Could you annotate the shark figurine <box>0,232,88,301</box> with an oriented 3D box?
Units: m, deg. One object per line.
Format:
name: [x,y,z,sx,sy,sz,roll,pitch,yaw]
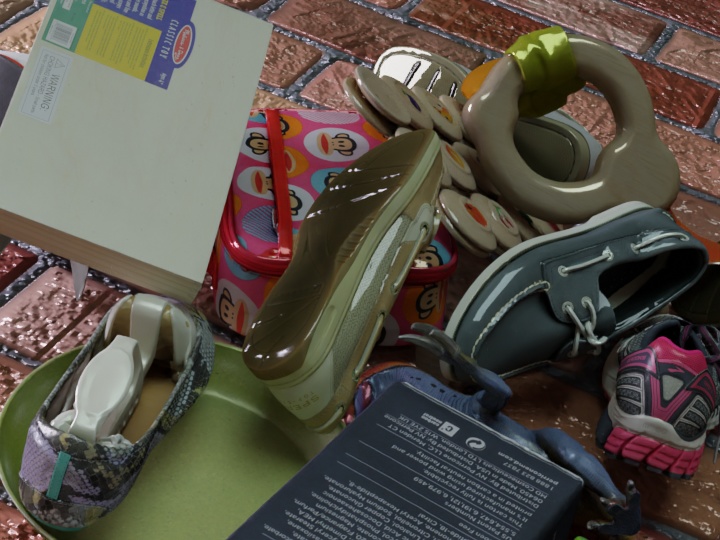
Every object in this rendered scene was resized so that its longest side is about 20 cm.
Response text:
shark figurine: [-0.182,-0.025,1.009,0.127,0.091,0.214,0,4,-8]

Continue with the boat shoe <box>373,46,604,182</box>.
boat shoe: [0.096,-0.109,1.266,0.199,0.075,0.068,33,18,29]

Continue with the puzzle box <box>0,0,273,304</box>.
puzzle box: [-0.131,-0.088,0.957,0.132,0.025,0.201,21,53,-11]

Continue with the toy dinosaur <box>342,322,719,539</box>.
toy dinosaur: [0.073,0.115,0.951,0.199,0.105,0.181,33,5,-39]

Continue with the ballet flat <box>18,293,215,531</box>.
ballet flat: [-0.120,0.054,0.889,0.071,0.073,0.201,17,34,5]

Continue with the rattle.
rattle: [0.153,-0.065,1.157,0.200,0.143,0.131,39,65,-7]

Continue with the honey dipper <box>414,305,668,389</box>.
honey dipper: [0.125,0.040,1.075,0.198,0.038,0.038,-12,41,-32]

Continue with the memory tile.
memory tile: [0.070,-0.069,1.124,0.154,0.017,0.200,54,20,16]

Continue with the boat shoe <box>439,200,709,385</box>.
boat shoe: [0.132,0.017,1.012,0.199,0.073,0.062,-28,40,-33]

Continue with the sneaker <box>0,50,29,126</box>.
sneaker: [-0.177,-0.102,1.080,0.199,0.068,0.108,6,3,22]

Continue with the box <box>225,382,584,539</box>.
box: [-0.002,0.172,0.740,0.106,0.150,0.200,26,35,19]

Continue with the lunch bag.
lunch bag: [-0.034,-0.031,1.095,0.174,0.083,0.201,2,34,-9]

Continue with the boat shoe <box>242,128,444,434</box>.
boat shoe: [0.002,0.000,0.968,0.073,0.063,0.202,-12,38,39]

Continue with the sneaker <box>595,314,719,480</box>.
sneaker: [0.192,0.061,1.015,0.080,0.075,0.200,18,15,5]

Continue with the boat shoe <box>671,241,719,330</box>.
boat shoe: [0.273,0.021,1.085,0.066,0.072,0.201,36,-12,-14]

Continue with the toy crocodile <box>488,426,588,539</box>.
toy crocodile: [0.076,0.144,0.841,0.200,0.068,0.062,47,10,11]

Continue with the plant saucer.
plant saucer: [-0.099,0.108,0.906,0.198,0.031,0.201,10,34,-7]
